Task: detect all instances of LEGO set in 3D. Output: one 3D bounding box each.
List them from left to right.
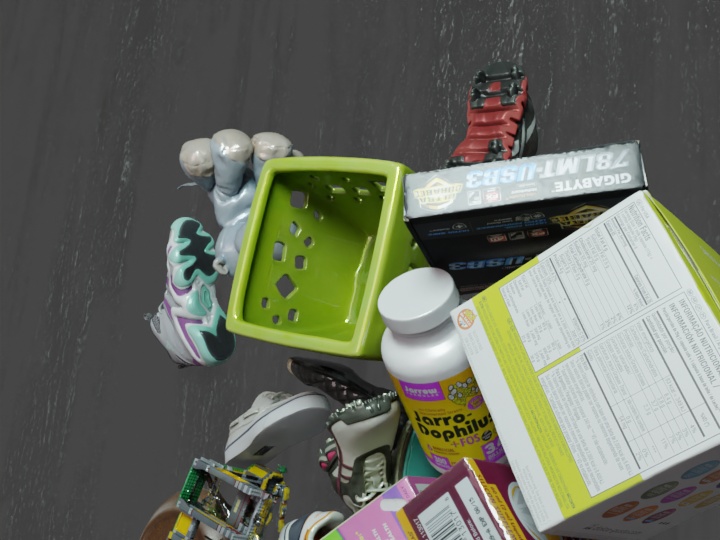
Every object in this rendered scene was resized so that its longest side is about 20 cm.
[{"bbox_3d":[-0.137,0.308,1.032,0.116,0.154,0.201,16,72,40],"label":"LEGO set"}]

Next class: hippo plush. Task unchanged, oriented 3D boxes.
[{"bbox_3d":[-0.159,-0.072,1.161,0.199,0.159,0.162,-20,64,33],"label":"hippo plush"}]

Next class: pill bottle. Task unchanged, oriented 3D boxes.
[{"bbox_3d":[0.082,0.097,0.876,0.104,0.201,0.104,-17,32,11],"label":"pill bottle"}]

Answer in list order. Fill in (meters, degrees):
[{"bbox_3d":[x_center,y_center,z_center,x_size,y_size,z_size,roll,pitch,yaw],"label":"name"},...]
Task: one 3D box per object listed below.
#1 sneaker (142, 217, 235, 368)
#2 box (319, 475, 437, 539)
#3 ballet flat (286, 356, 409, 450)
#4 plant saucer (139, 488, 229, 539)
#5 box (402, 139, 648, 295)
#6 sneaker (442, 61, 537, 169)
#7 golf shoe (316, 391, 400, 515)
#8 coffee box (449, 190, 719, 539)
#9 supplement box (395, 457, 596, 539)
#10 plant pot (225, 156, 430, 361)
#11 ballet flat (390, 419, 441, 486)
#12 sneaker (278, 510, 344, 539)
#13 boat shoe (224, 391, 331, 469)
[{"bbox_3d":[-0.250,0.037,1.239,0.140,0.078,0.201,-15,84,41],"label":"sneaker"},{"bbox_3d":[0.031,0.321,0.854,0.200,0.097,0.176,-40,62,16],"label":"box"},{"bbox_3d":[-0.019,0.143,1.043,0.200,0.066,0.057,23,102,43],"label":"ballet flat"},{"bbox_3d":[-0.229,0.378,1.164,0.200,0.037,0.201,-13,68,35],"label":"plant saucer"},{"bbox_3d":[0.155,-0.039,0.829,0.199,0.199,0.050,-7,67,14],"label":"box"},{"bbox_3d":[0.140,-0.116,0.962,0.071,0.098,0.201,4,63,33],"label":"sneaker"},{"bbox_3d":[0.010,0.185,0.924,0.200,0.077,0.088,104,146,-60],"label":"golf shoe"},{"bbox_3d":[0.233,0.090,0.763,0.197,0.199,0.201,-36,56,25],"label":"coffee box"},{"bbox_3d":[0.137,0.238,0.796,0.086,0.200,0.111,-43,54,20],"label":"supplement box"},{"bbox_3d":[0.000,0.000,0.994,0.199,0.181,0.200,7,81,41],"label":"plant pot"},{"bbox_3d":[0.049,0.246,0.959,0.062,0.067,0.201,-15,67,48],"label":"ballet flat"},{"bbox_3d":[-0.036,0.357,0.984,0.079,0.078,0.201,-35,56,33],"label":"sneaker"},{"bbox_3d":[-0.102,0.176,1.087,0.200,0.072,0.066,-44,45,47],"label":"boat shoe"}]
